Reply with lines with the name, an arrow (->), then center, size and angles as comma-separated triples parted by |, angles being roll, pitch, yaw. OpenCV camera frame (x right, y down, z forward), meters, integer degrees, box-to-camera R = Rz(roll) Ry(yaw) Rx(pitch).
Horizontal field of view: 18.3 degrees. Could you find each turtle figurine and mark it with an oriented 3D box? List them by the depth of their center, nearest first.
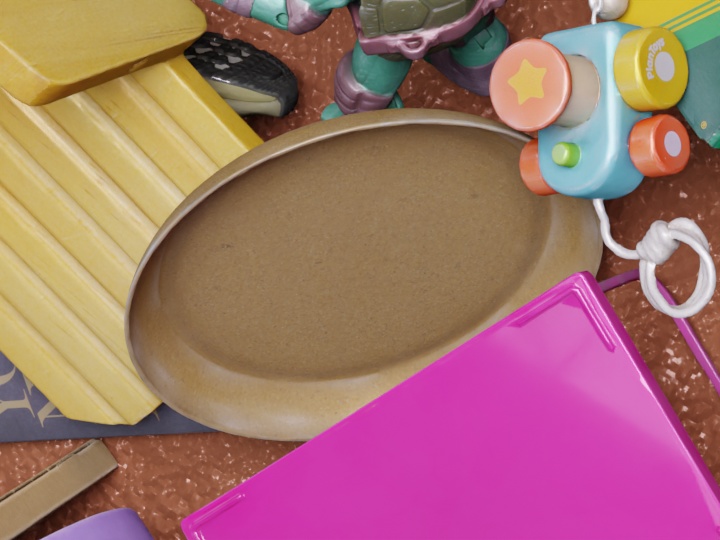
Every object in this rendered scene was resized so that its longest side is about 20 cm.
turtle figurine -> 0.010, -0.121, 0.858 | 0.149, 0.200, 0.101 | -24, 57, -6

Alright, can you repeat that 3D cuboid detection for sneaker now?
sneaker -> -0.114, -0.057, 1.016 | 0.199, 0.077, 0.089 | -3, 105, 27

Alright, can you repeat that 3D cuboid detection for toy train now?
toy train -> 0.114, -0.090, 0.785 | 0.150, 0.055, 0.200 | 49, 121, 41

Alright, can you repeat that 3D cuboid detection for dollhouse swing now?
dollhouse swing -> -0.144, -0.011, 0.909 | 0.200, 0.182, 0.176 | -36, 89, 30

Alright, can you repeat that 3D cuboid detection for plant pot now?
plant pot -> 0.000, 0.000, 0.916 | 0.200, 0.200, 0.028 | -33, 50, 20

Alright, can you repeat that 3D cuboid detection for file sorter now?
file sorter -> 0.061, 0.105, 0.917 | 0.200, 0.125, 0.139 | -33, 83, 21

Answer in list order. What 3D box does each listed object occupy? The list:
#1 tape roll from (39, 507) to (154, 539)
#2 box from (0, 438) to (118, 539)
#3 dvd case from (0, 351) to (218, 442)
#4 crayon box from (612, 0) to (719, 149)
tape roll -> -0.158, 0.194, 0.970 | 0.200, 0.200, 0.085 | -38, 79, 19
box -> -0.209, 0.145, 0.987 | 0.163, 0.200, 0.021 | -34, 90, 20
dvd case -> -0.153, 0.012, 1.023 | 0.199, 0.016, 0.149 | -4, 116, 23
crayon box -> 0.136, -0.153, 0.856 | 0.119, 0.058, 0.200 | -54, 48, 30
